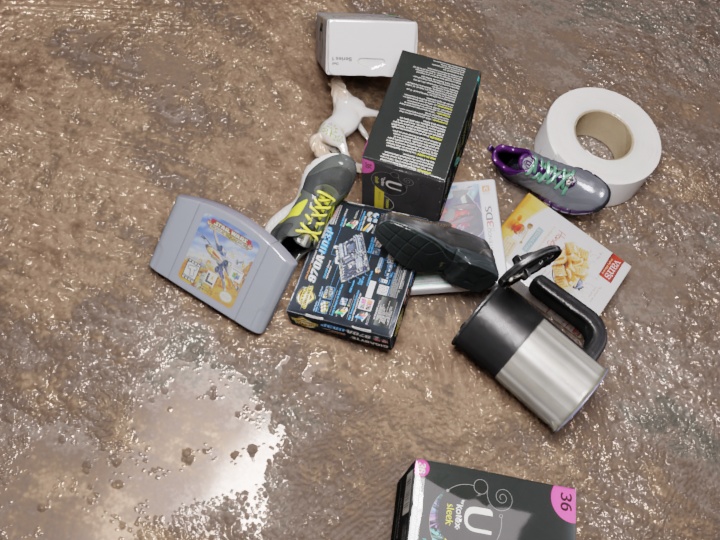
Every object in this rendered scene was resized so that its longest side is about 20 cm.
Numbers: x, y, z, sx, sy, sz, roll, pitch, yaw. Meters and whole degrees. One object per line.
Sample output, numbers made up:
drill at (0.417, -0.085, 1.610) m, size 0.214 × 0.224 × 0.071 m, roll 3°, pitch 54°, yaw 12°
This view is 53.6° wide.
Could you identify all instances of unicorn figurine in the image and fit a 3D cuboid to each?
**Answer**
unicorn figurine at (-0.020, -0.239, 1.159) m, size 0.137 × 0.074 × 0.201 m, roll 42°, pitch 42°, yaw -10°

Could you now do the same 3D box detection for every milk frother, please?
milk frother at (0.247, 0.085, 0.952) m, size 0.188 × 0.200 × 0.181 m, roll 40°, pitch 84°, yaw 13°

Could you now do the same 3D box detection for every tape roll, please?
tape roll at (0.399, -0.210, 1.206) m, size 0.200 × 0.071 × 0.205 m, roll 3°, pitch 63°, yaw -6°

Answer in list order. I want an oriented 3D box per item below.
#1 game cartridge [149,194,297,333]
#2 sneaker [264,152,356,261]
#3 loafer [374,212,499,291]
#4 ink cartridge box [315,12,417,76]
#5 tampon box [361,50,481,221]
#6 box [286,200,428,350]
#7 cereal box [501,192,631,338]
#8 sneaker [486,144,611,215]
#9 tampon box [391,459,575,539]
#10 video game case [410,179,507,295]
game cartridge at (-0.194, -0.017, 1.006) m, size 0.199 × 0.134 × 0.042 m, roll 30°, pitch 19°, yaw 9°
sneaker at (-0.066, -0.077, 1.014) m, size 0.074 × 0.200 × 0.085 m, roll 22°, pitch 35°, yaw -28°
loafer at (0.106, -0.038, 1.003) m, size 0.198 × 0.073 × 0.073 m, roll 25°, pitch 48°, yaw -25°
ink cartridge box at (0.005, -0.375, 1.173) m, size 0.143 × 0.085 × 0.200 m, roll -1°, pitch 23°, yaw -8°
tampon box at (0.088, -0.191, 1.064) m, size 0.125 × 0.150 × 0.202 m, roll 17°, pitch 66°, yaw 9°
box at (0.000, 0.000, 1.038) m, size 0.157 × 0.046 × 0.202 m, roll 13°, pitch 64°, yaw 13°
cereal box at (0.301, -0.010, 1.108) m, size 0.199 × 0.040 × 0.144 m, roll 37°, pitch 66°, yaw 12°
sneaker at (0.289, -0.145, 1.116) m, size 0.199 × 0.087 × 0.075 m, roll 26°, pitch 96°, yaw 33°
tampon box at (0.142, 0.330, 0.854) m, size 0.197 × 0.127 × 0.152 m, roll 10°, pitch 62°, yaw -2°
video game case at (0.117, -0.052, 1.092) m, size 0.197 × 0.023 × 0.184 m, roll -5°, pitch 63°, yaw 5°
